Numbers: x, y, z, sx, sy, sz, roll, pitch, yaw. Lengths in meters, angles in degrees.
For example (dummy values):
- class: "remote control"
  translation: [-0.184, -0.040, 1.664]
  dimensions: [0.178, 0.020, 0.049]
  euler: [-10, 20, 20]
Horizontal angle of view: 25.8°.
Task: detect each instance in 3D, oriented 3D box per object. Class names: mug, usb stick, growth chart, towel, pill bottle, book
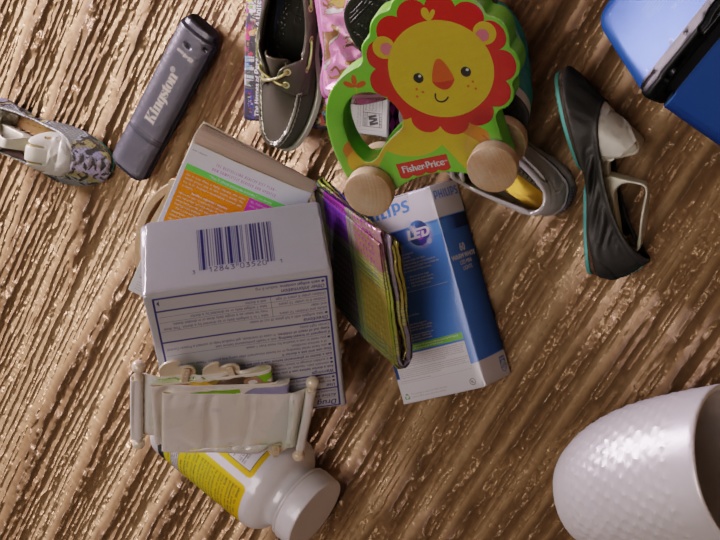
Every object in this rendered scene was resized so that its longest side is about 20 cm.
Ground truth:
- class: "mug"
  translation: [0.282, 0.209, 1.424]
  dimensions: [0.174, 0.148, 0.201]
  euler: [-18, 120, 42]
- class: "usb stick"
  translation: [-0.214, -0.187, 1.720]
  dimensions: [0.055, 0.032, 0.201]
  euler: [43, 119, 19]
- class: "growth chart"
  translation: [-0.136, 0.139, 1.562]
  dimensions: [0.018, 0.197, 0.146]
  euler: [-101, 22, -45]
- class: "towel"
  translation: [0.000, 0.000, 1.545]
  dimensions: [0.200, 0.023, 0.145]
  euler: [-140, 37, -60]
- class: "pill bottle"
  translation: [-0.122, 0.204, 1.693]
  dimensions: [0.199, 0.112, 0.113]
  euler: [36, 117, 22]
- class: "book"
  translation: [-0.143, -0.034, 1.611]
  dimensions: [0.132, 0.048, 0.201]
  euler: [26, 121, -5]

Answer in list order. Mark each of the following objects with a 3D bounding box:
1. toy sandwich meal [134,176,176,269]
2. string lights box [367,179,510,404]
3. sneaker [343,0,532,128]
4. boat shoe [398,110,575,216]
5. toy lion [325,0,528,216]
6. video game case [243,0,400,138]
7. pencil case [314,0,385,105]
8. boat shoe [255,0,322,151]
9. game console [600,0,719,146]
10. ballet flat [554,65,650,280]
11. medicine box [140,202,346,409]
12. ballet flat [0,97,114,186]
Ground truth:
- class: "toy sandwich meal"
  translation: [-0.184, -0.011, 1.714]
  dimensions: [0.203, 0.070, 0.208]
  euler: [8, 104, 32]
- class: "string lights box"
  translation: [0.069, 0.022, 1.561]
  dimensions: [0.102, 0.059, 0.202]
  euler: [-15, 92, 35]
- class: "sneaker"
  translation: [0.082, -0.219, 1.462]
  dimensions: [0.199, 0.121, 0.084]
  euler: [34, 130, -12]
- class: "boat shoe"
  translation: [0.109, -0.111, 1.500]
  dimensions: [0.199, 0.070, 0.071]
  euler: [37, 118, 22]
- class: "toy lion"
  translation: [0.056, -0.159, 1.403]
  dimensions: [0.198, 0.069, 0.193]
  euler: [-11, 117, 25]
- class: "video game case"
  translation: [-0.037, -0.244, 1.588]
  dimensions: [0.179, 0.036, 0.203]
  euler: [9, 105, 30]
- class: "pencil case"
  translation: [-0.006, -0.256, 1.496]
  dimensions: [0.086, 0.083, 0.203]
  euler: [-3, 100, 25]
- class: "boat shoe"
  translation: [-0.074, -0.216, 1.560]
  dimensions: [0.071, 0.060, 0.204]
  euler: [21, 111, 28]
- class: "game console"
  translation: [0.332, -0.228, 1.361]
  dimensions: [0.201, 0.117, 0.172]
  euler: [-52, 40, 29]
- class: "ballet flat"
  translation: [0.228, -0.092, 1.435]
  dimensions: [0.068, 0.068, 0.202]
  euler: [-6, 107, 24]
- class: "medicine box"
  translation: [-0.114, 0.048, 1.563]
  dimensions: [0.180, 0.104, 0.201]
  euler: [-8, 135, -3]
- class: "ballet flat"
  translation: [-0.377, -0.143, 1.815]
  dimensions: [0.199, 0.072, 0.073]
  euler: [24, 112, 27]
